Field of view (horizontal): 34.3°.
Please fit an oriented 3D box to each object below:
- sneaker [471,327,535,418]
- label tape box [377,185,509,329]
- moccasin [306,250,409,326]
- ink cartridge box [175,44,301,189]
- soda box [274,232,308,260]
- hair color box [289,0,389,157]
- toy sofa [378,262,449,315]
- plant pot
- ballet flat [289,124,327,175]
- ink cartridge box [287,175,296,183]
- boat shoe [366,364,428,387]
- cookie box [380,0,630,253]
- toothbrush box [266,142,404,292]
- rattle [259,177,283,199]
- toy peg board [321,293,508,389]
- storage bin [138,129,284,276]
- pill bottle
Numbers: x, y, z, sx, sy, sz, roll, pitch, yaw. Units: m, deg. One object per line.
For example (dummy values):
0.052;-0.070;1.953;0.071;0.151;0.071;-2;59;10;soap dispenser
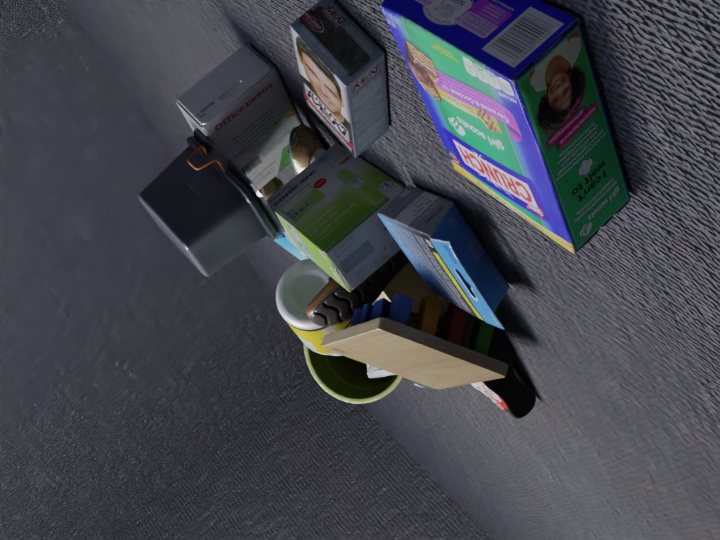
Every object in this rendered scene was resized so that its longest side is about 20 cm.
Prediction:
0.185;0.136;1.747;0.108;0.067;0.202;37;166;48;sneaker
0.118;-0.020;1.464;0.144;0.066;0.200;54;168;-25;label tape box
-0.001;-0.001;1.680;0.074;0.202;0.078;38;-175;-36;moccasin
-0.178;-0.228;1.810;0.084;0.145;0.200;44;169;32;ink cartridge box
-0.035;-0.023;1.839;0.199;0.065;0.068;36;156;-26;soda box
-0.021;-0.219;1.346;0.099;0.061;0.200;48;170;15;hair color box
0.055;0.020;1.798;0.201;0.083;0.097;53;151;-18;toy sofa
0.023;0.124;2.105;0.200;0.200;0.190;48;-163;10;plant pot
-0.059;-0.140;1.828;0.065;0.071;0.201;19;142;33;ballet flat
-0.045;-0.077;1.964;0.201;0.059;0.104;55;-176;-12;ink cartridge box
0.083;0.153;1.847;0.201;0.074;0.066;7;98;45;boat shoe
0.120;-0.134;0.944;0.171;0.075;0.201;41;168;43;cookie box
-0.025;-0.080;1.657;0.200;0.145;0.086;39;166;54;toothbrush box
-0.139;-0.045;1.954;0.201;0.142;0.130;59;168;-29;rattle
0.080;0.081;1.617;0.198;0.099;0.200;21;161;-20;toy peg board
-0.231;-0.096;1.711;0.200;0.134;0.146;41;167;39;storage bin
-0.055;0.065;1.810;0.112;0.112;0.200;46;175;23;pill bottle
